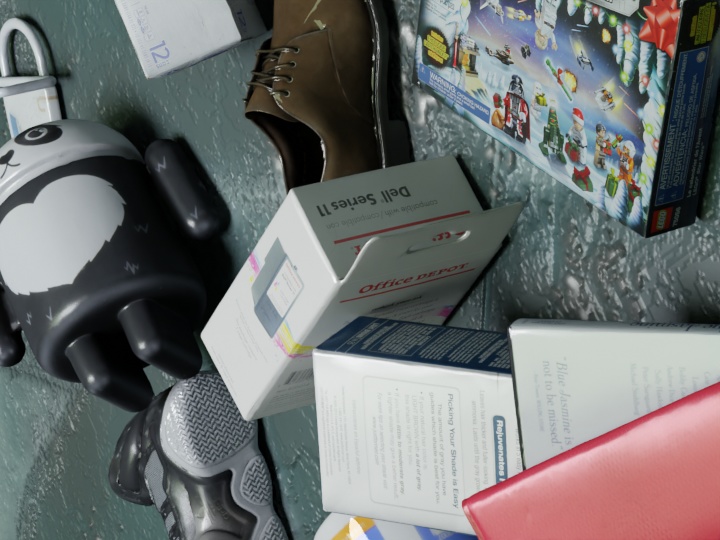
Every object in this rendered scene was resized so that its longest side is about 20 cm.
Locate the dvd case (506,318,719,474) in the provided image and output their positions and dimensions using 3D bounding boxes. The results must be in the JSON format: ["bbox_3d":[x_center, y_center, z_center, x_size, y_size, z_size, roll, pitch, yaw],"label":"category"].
[{"bbox_3d":[0.173,0.096,1.403,0.200,0.018,0.143,1,106,29],"label":"dvd case"}]

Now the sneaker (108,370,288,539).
[{"bbox_3d":[-0.109,0.168,1.865,0.114,0.075,0.200,-8,91,57],"label":"sneaker"}]

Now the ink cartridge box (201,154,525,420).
[{"bbox_3d":[0.000,0.000,1.589,0.067,0.117,0.200,63,145,21],"label":"ink cartridge box"}]

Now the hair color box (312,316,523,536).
[{"bbox_3d":[0.077,0.089,1.503,0.200,0.061,0.100,7,112,27],"label":"hair color box"}]

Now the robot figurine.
[{"bbox_3d":[-0.178,-0.007,1.827,0.200,0.150,0.125,63,155,27],"label":"robot figurine"}]

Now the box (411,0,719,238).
[{"bbox_3d":[0.106,-0.122,1.453,0.200,0.040,0.137,36,131,42],"label":"box"}]

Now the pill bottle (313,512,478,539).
[{"bbox_3d":[0.065,0.214,1.596,0.200,0.112,0.112,59,144,20],"label":"pill bottle"}]

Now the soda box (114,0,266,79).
[{"bbox_3d":[-0.130,-0.222,1.687,0.068,0.063,0.200,-22,93,15],"label":"soda box"}]

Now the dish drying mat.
[{"bbox_3d":[0.145,0.115,1.404,0.200,0.018,0.077,-28,90,35],"label":"dish drying mat"}]

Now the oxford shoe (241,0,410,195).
[{"bbox_3d":[-0.029,-0.122,1.611,0.073,0.084,0.200,-6,97,58],"label":"oxford shoe"}]

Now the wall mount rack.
[{"bbox_3d":[-0.268,-0.076,1.980,0.174,0.075,0.200,3,106,55],"label":"wall mount rack"}]
